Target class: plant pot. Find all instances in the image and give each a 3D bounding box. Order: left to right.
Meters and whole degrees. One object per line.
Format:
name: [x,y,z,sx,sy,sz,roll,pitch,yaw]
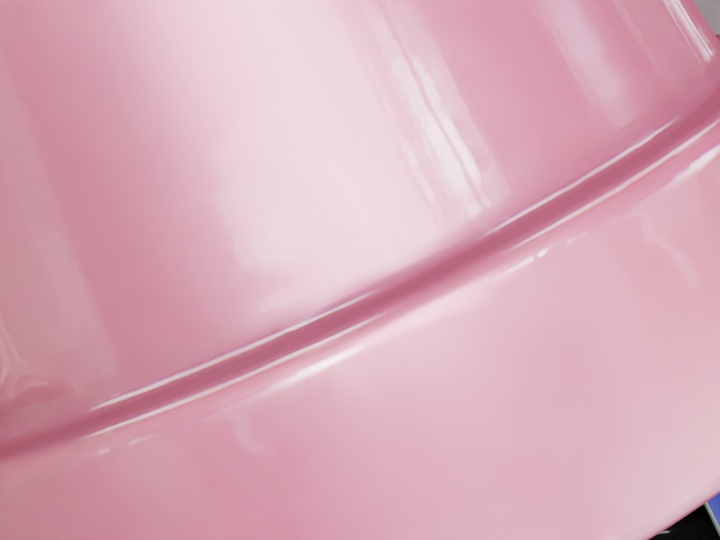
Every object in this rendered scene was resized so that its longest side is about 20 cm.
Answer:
plant pot: [-0.029,-0.038,0.506,0.180,0.199,0.200,66,17,-9]

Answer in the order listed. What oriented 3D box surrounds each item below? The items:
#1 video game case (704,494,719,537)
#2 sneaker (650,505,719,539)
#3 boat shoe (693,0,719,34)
video game case: [0.145,0.045,0.792,0.201,0.045,0.182,62,26,-23]
sneaker: [0.127,0.095,0.905,0.077,0.199,0.112,-53,157,-43]
boat shoe: [0.005,-0.093,0.644,0.093,0.200,0.075,-45,-179,-33]
